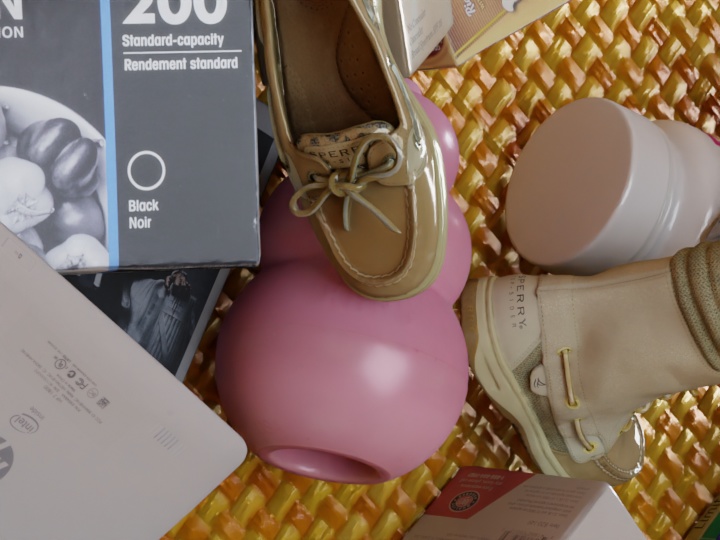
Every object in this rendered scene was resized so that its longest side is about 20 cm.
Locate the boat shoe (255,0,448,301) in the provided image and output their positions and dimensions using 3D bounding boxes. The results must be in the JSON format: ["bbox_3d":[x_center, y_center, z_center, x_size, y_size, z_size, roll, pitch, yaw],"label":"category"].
[{"bbox_3d":[-0.013,-0.081,1.325,0.063,0.073,0.201,-23,96,-73],"label":"boat shoe"}]

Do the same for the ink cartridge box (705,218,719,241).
[{"bbox_3d":[0.292,0.000,1.534,0.200,0.057,0.163,52,60,-20],"label":"ink cartridge box"}]

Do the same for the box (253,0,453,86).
[{"bbox_3d":[-0.015,-0.198,1.387,0.095,0.077,0.201,-55,140,-62],"label":"box"}]

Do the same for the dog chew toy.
[{"bbox_3d":[0.000,0.000,1.420,0.124,0.124,0.201,24,69,-37],"label":"dog chew toy"}]

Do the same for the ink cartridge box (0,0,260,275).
[{"bbox_3d":[-0.144,-0.096,1.304,0.197,0.043,0.201,-3,90,-18],"label":"ink cartridge box"}]

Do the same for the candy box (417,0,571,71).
[{"bbox_3d":[0.040,-0.216,1.483,0.115,0.055,0.201,-31,110,-34],"label":"candy box"}]

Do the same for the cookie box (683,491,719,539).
[{"bbox_3d":[0.292,0.142,1.602,0.171,0.200,0.075,-50,118,-28],"label":"cookie box"}]

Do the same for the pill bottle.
[{"bbox_3d":[0.180,-0.013,1.563,0.200,0.113,0.114,25,76,-37],"label":"pill bottle"}]

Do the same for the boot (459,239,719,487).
[{"bbox_3d":[0.154,0.050,1.493,0.200,0.154,0.072,48,35,-53],"label":"boot"}]

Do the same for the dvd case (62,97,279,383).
[{"bbox_3d":[-0.126,-0.018,1.374,0.150,0.025,0.201,33,72,-34],"label":"dvd case"}]

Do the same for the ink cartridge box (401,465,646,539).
[{"bbox_3d":[0.047,0.194,1.460,0.200,0.116,0.068,-48,119,-26],"label":"ink cartridge box"}]

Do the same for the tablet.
[{"bbox_3d":[-0.157,0.069,1.312,0.130,0.014,0.200,-41,124,6],"label":"tablet"}]
